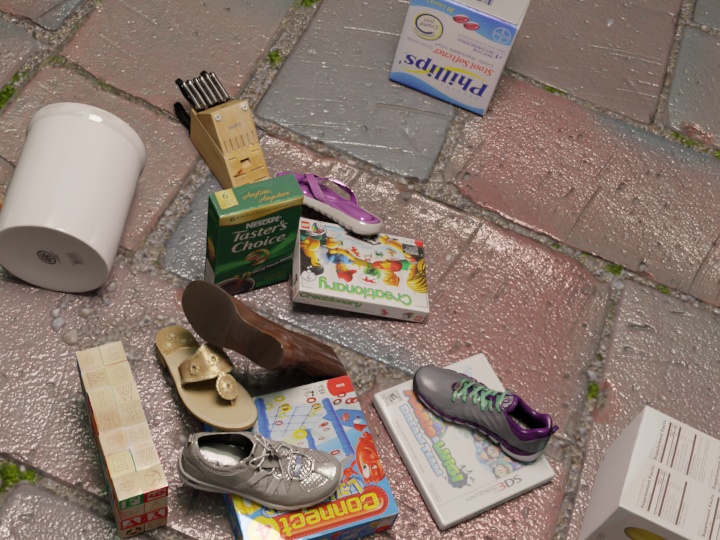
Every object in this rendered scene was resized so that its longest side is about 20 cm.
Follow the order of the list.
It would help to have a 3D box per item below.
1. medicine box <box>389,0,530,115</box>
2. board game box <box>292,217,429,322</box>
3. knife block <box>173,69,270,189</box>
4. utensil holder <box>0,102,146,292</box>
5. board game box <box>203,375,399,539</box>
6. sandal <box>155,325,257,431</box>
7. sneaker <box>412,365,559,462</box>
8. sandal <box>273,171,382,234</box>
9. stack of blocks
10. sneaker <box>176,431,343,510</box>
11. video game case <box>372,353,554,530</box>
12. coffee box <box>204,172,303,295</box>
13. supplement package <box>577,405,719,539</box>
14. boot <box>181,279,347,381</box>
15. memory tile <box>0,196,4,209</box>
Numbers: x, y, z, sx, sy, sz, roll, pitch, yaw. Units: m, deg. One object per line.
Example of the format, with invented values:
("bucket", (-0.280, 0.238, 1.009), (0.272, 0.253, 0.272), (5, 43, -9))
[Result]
("medicine box", (0.163, -0.389, 1.637), (0.180, 0.201, 0.104), (22, 52, 3))
("board game box", (0.000, 0.000, 1.416), (0.198, 0.035, 0.127), (10, 54, -18))
("knife block", (-0.222, -0.208, 1.523), (0.064, 0.175, 0.202), (-24, 109, -25))
("utensil holder", (-0.396, -0.096, 1.335), (0.168, 0.171, 0.202), (11, 57, -5))
("board game box", (-0.077, 0.249, 1.234), (0.198, 0.056, 0.197), (-12, 59, -20))
("sandal", (-0.204, 0.117, 1.245), (0.077, 0.070, 0.211), (-20, 41, -30))
("sneaker", (0.167, 0.170, 1.295), (0.199, 0.088, 0.075), (28, 54, 6))
("sandal", (-0.043, -0.115, 1.467), (0.202, 0.050, 0.082), (30, 24, 27))
("stack of blocks", (-0.288, 0.203, 1.183), (0.058, 0.116, 0.201), (-14, 59, -21))
("sneaker", (-0.116, 0.231, 1.152), (0.197, 0.082, 0.075), (5, 55, -9))
("video game case", (0.137, 0.224, 1.319), (0.180, 0.024, 0.201), (-18, 61, -23))
("coffee box", (-0.147, -0.042, 1.330), (0.122, 0.201, 0.044), (-15, 60, -22))
("supplement package", (0.407, 0.305, 1.243), (0.198, 0.152, 0.151), (25, 55, 5))
("boot", (-0.120, 0.086, 1.288), (0.186, 0.200, 0.065), (36, 97, 25))
("memory tile", (-0.591, -0.057, 1.355), (0.198, 0.017, 0.155), (11, 55, -6))
